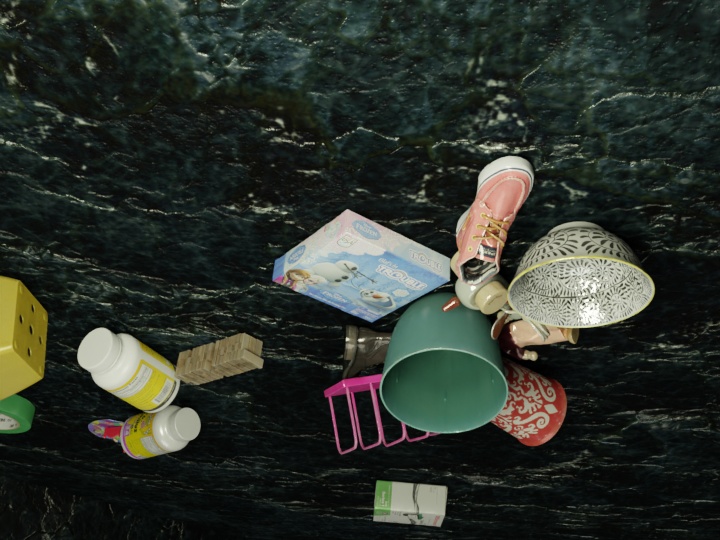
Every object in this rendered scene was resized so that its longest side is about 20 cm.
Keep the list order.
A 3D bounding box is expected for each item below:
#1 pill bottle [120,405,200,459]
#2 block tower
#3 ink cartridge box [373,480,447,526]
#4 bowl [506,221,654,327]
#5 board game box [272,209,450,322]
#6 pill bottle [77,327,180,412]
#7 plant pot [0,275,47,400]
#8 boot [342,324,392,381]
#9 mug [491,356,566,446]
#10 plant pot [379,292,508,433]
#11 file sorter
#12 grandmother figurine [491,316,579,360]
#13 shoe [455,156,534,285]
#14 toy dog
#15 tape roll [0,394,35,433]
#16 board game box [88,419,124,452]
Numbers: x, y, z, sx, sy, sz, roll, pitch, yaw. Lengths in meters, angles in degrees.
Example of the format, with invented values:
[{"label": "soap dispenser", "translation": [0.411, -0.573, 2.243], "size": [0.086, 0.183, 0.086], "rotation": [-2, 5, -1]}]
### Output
[{"label": "pill bottle", "translation": [-0.459, 0.370, 1.990], "size": [0.199, 0.105, 0.104], "rotation": [-20, 142, 37]}, {"label": "block tower", "translation": [-0.271, 0.171, 1.656], "size": [0.198, 0.058, 0.054], "rotation": [-17, 144, 37]}, {"label": "ink cartridge box", "translation": [0.138, 0.652, 2.406], "size": [0.197, 0.085, 0.147], "rotation": [4, 151, 3]}, {"label": "bowl", "translation": [0.303, -0.006, 1.203], "size": [0.198, 0.095, 0.201], "rotation": [3, 150, 2]}, {"label": "board game box", "translation": [0.000, 0.000, 1.318], "size": [0.198, 0.044, 0.198], "rotation": [23, 145, -29]}, {"label": "pill bottle", "translation": [-0.447, 0.189, 1.660], "size": [0.110, 0.113, 0.200], "rotation": [-9, 147, 24]}, {"label": "plant pot", "translation": [-0.657, 0.115, 1.498], "size": [0.174, 0.202, 0.201], "rotation": [-8, 150, 1]}, {"label": "boot", "translation": [0.054, 0.155, 1.562], "size": [0.172, 0.070, 0.201], "rotation": [2, 153, -2]}, {"label": "mug", "translation": [0.254, 0.236, 1.609], "size": [0.199, 0.135, 0.177], "rotation": [29, 141, -31]}, {"label": "plant pot", "translation": [0.133, 0.134, 1.384], "size": [0.198, 0.162, 0.202], "rotation": [3, 133, 3]}, {"label": "file sorter", "translation": [0.052, 0.261, 1.605], "size": [0.197, 0.127, 0.139], "rotation": [-7, 166, -19]}, {"label": "grandmother figurine", "translation": [0.266, 0.109, 1.459], "size": [0.198, 0.061, 0.122], "rotation": [-12, 119, 33]}, {"label": "shoe", "translation": [0.175, -0.059, 1.134], "size": [0.070, 0.092, 0.201], "rotation": [10, 150, -9]}, {"label": "toy dog", "translation": [0.189, 0.050, 1.307], "size": [0.096, 0.132, 0.200], "rotation": [-39, 126, 13]}, {"label": "tape roll", "translation": [-0.882, 0.333, 2.051], "size": [0.197, 0.049, 0.201], "rotation": [4, 151, 2]}, {"label": "board game box", "translation": [-0.592, 0.429, 2.178], "size": [0.198, 0.039, 0.158], "rotation": [15, 149, -17]}]
